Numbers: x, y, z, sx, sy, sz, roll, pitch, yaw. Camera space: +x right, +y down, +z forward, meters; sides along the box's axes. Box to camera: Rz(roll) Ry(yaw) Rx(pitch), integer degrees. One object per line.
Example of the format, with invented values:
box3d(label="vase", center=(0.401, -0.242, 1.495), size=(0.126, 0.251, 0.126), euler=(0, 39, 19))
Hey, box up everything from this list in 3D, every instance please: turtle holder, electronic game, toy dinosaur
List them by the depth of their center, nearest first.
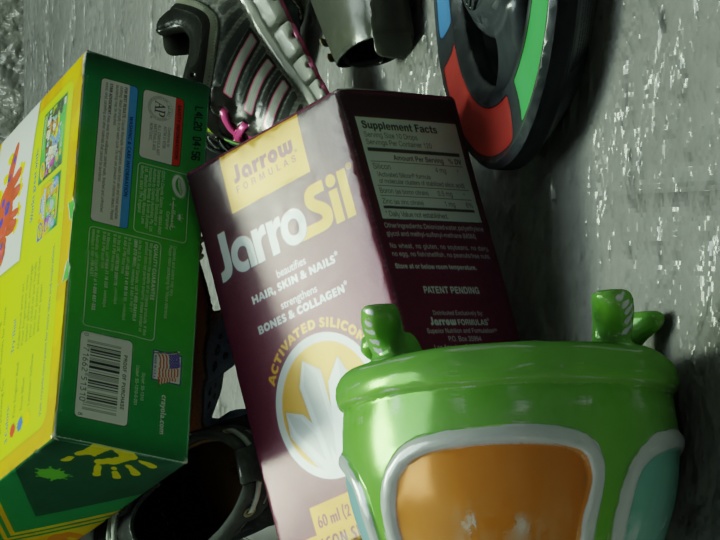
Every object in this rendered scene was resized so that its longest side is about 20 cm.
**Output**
box3d(label="turtle holder", center=(0.056, 0.085, 1.047), size=(0.185, 0.140, 0.132), euler=(147, 120, -72))
box3d(label="electronic game", center=(0.066, -0.146, 1.203), size=(0.200, 0.041, 0.201), euler=(180, 90, -76))
box3d(label="toy dinosaur", center=(-0.107, 0.061, 1.364), size=(0.200, 0.105, 0.182), euler=(51, -132, -54))

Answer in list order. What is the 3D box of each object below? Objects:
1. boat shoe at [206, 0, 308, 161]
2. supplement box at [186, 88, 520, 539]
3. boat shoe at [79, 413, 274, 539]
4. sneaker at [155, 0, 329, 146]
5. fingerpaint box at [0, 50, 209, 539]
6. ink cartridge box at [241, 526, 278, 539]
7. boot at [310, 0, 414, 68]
box3d(label="boat shoe", center=(-0.077, -0.107, 1.726), size=(0.066, 0.074, 0.200), euler=(-88, 17, -45))
box3d(label="supplement box", center=(0.005, 0.028, 1.218), size=(0.110, 0.085, 0.201), euler=(-27, 72, 39))
box3d(label="boat shoe", center=(-0.101, 0.120, 1.298), size=(0.200, 0.068, 0.072), euler=(-27, 83, 39))
box3d(label="sneaker", center=(-0.060, -0.092, 1.538), size=(0.200, 0.087, 0.074), euler=(64, -179, 22))
box3d(label="fingerpaint box", center=(-0.142, 0.021, 1.288), size=(0.167, 0.073, 0.201), euler=(-37, 45, 53))
box3d(label="ink cartridge box", center=(-0.035, 0.176, 1.421), size=(0.200, 0.044, 0.094), euler=(18, 128, 51))
box3d(label="boot", center=(-0.022, -0.169, 1.507), size=(0.200, 0.077, 0.139), euler=(147, 117, -75))
